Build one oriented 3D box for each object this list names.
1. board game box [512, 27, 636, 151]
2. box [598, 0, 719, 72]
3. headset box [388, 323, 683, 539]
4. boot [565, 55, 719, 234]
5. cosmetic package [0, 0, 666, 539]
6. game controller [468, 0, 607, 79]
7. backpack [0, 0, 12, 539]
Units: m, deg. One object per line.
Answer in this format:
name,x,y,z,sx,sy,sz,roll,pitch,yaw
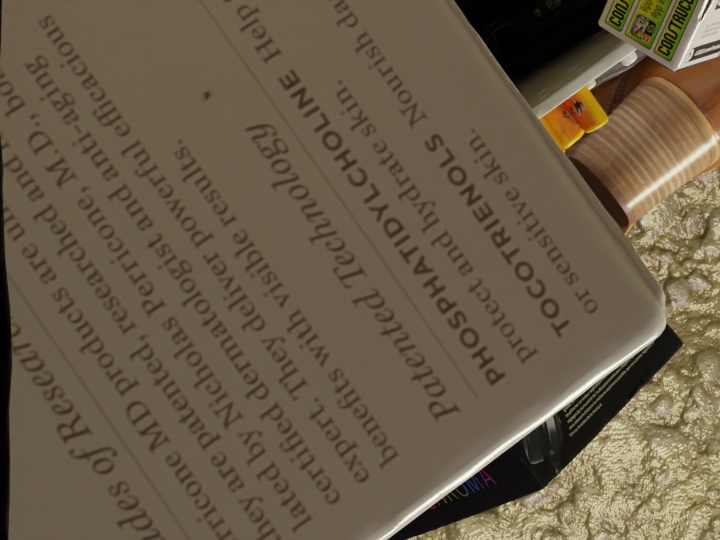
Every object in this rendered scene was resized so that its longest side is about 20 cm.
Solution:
board game box,0.136,-0.114,1.103,0.200,0.026,0.200,-35,-173,-2
box,0.166,-0.141,0.899,0.200,0.035,0.110,-21,139,-54
headset box,0.000,0.000,1.011,0.093,0.200,0.174,-42,-174,-28
boot,0.160,-0.085,1.184,0.155,0.074,0.200,-40,-170,-4
cosmetic package,-0.072,0.015,0.607,0.200,0.166,0.167,-35,180,-23
game controller,0.078,-0.119,1.131,0.200,0.042,0.104,-28,-170,42
backpack,-0.125,0.023,0.355,0.150,0.200,0.177,0,165,-31
